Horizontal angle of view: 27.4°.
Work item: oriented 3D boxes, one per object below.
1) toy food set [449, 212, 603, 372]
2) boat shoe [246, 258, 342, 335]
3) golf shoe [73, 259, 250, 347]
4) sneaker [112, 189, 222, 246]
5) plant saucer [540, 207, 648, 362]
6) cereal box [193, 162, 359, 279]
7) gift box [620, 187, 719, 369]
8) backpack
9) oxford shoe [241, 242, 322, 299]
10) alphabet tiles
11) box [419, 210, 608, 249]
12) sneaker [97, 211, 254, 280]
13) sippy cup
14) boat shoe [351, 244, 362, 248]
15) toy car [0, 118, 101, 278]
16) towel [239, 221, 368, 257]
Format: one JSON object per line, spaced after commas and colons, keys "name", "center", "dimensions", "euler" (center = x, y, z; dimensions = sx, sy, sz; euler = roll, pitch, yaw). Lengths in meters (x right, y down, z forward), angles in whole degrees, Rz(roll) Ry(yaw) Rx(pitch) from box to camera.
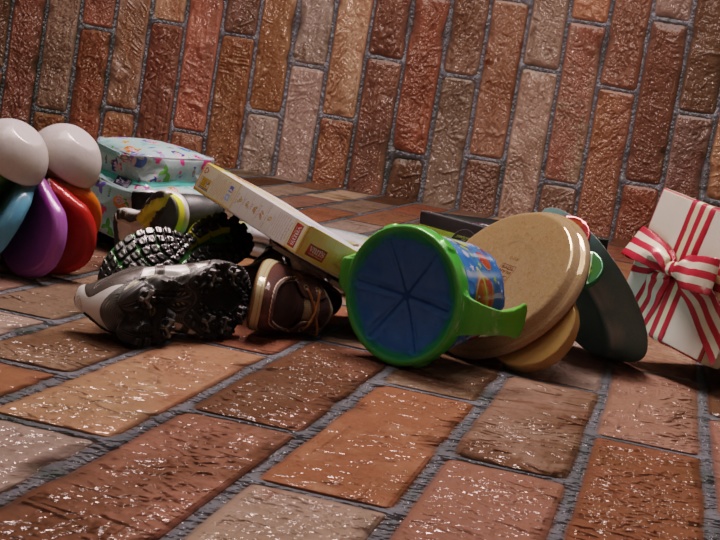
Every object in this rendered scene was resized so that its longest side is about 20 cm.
{"name": "toy food set", "center": [0.163, 0.016, 1.562], "dimensions": [0.199, 0.199, 0.049], "euler": [1, -37, 44]}
{"name": "boat shoe", "center": [-0.062, 0.032, 1.503], "dimensions": [0.071, 0.073, 0.200], "euler": [11, 0, 12]}
{"name": "golf shoe", "center": [-0.181, 0.022, 1.380], "dimensions": [0.094, 0.079, 0.199], "euler": [13, 7, 31]}
{"name": "sneaker", "center": [-0.225, -0.043, 1.707], "dimensions": [0.084, 0.075, 0.199], "euler": [-1, -8, -32]}
{"name": "plant saucer", "center": [0.246, 0.025, 1.657], "dimensions": [0.036, 0.201, 0.200], "euler": [-30, 19, -13]}
{"name": "cereal box", "center": [-0.073, -0.043, 1.580], "dimensions": [0.143, 0.040, 0.200], "euler": [29, 3, -44]}
{"name": "gift box", "center": [0.406, 0.033, 1.659], "dimensions": [0.185, 0.202, 0.184], "euler": [18, 2, -30]}
{"name": "backpack", "center": [-0.296, -0.099, 1.962], "dimensions": [0.199, 0.152, 0.177], "euler": [9, 6, 39]}
{"name": "oxford shoe", "center": [-0.098, -0.007, 1.703], "dimensions": [0.072, 0.085, 0.200], "euler": [14, 9, 20]}
{"name": "alphabet tiles", "center": [-0.011, 0.019, 1.602], "dimensions": [0.199, 0.008, 0.167], "euler": [30, 2, -8]}
{"name": "box", "center": [0.183, 0.003, 1.832], "dimensions": [0.198, 0.126, 0.148], "euler": [3, 8, -37]}
{"name": "sneaker", "center": [-0.203, 0.002, 1.590], "dimensions": [0.199, 0.085, 0.078], "euler": [-15, 65, -48]}
{"name": "sippy cup", "center": [0.074, 0.022, 1.462], "dimensions": [0.130, 0.140, 0.179], "euler": [-2, 53, -56]}
{"name": "boat shoe", "center": [0.000, 0.000, 1.857], "dimensions": [0.064, 0.073, 0.200], "euler": [-1, 6, -11]}
{"name": "toy car", "center": [-0.359, -0.059, 1.586], "dimensions": [0.150, 0.175, 0.199], "euler": [51, 23, 18]}
{"name": "towel", "center": [-0.080, -0.034, 2.113], "dimensions": [0.198, 0.049, 0.171], "euler": [13, 11, 25]}
